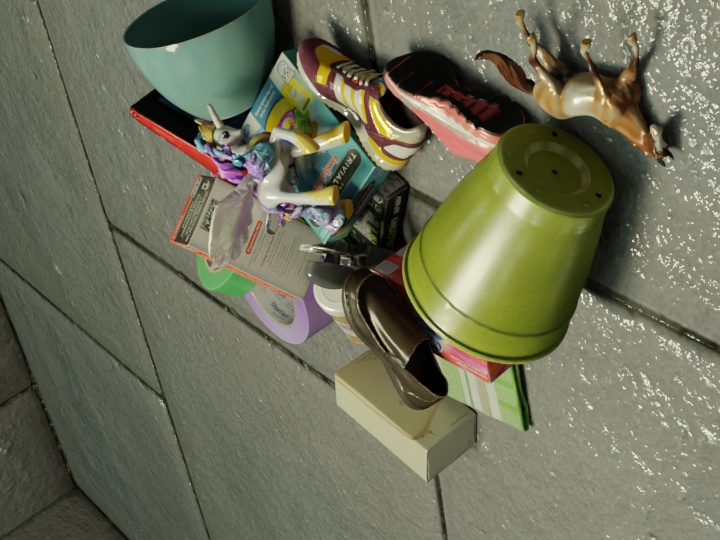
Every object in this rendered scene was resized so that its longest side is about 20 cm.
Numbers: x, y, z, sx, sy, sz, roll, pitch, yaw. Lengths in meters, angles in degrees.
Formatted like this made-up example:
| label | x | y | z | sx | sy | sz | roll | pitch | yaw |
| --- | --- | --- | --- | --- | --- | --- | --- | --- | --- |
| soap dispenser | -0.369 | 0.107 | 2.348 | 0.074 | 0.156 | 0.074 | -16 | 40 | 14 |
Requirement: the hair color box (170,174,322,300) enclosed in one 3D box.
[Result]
| label | x | y | z | sx | sy | sz | roll | pitch | yaw |
| --- | --- | --- | --- | --- | --- | --- | --- | --- | --- |
| hair color box | -0.149 | -0.044 | 1.647 | 0.199 | 0.103 | 0.061 | 28 | 172 | -35 |

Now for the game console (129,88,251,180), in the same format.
| label | x | y | z | sx | sy | sz | roll | pitch | yaw |
| --- | --- | --- | --- | --- | --- | --- | --- | --- | --- |
| game console | -0.202 | -0.205 | 1.648 | 0.176 | 0.200 | 0.031 | 35 | 119 | -2 |

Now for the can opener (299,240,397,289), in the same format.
| label | x | y | z | sx | sy | sz | roll | pitch | yaw |
| --- | --- | --- | --- | --- | --- | --- | --- | --- | --- |
| can opener | 0.000 | 0.000 | 1.552 | 0.053 | 0.199 | 0.068 | 2 | 82 | 44 |

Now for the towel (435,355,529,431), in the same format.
| label | x | y | z | sx | sy | sz | roll | pitch | yaw |
| --- | --- | --- | --- | --- | --- | --- | --- | --- | --- |
| towel | 0.144 | 0.122 | 1.625 | 0.199 | 0.031 | 0.151 | 24 | 140 | 44 |

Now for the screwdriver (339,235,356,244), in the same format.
| label | x | y | z | sx | sy | sz | roll | pitch | yaw |
| --- | --- | --- | --- | --- | --- | --- | --- | --- | --- |
| screwdriver | -0.067 | -0.077 | 1.654 | 0.200 | 0.029 | 0.028 | 43 | 151 | 14 |

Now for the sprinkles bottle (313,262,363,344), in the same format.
| label | x | y | z | sx | sy | sz | roll | pitch | yaw |
| --- | --- | --- | --- | --- | --- | --- | --- | --- | --- |
| sprinkles bottle | -0.011 | 0.048 | 1.668 | 0.068 | 0.068 | 0.200 | 47 | 177 | 20 |

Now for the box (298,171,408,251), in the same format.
| label | x | y | z | sx | sy | sz | roll | pitch | yaw |
| --- | --- | --- | --- | --- | --- | --- | --- | --- | --- |
| box | -0.025 | -0.101 | 1.648 | 0.200 | 0.047 | 0.194 | 43 | 151 | 25 |

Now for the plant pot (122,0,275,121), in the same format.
| label | x | y | z | sx | sy | sz | roll | pitch | yaw |
| --- | --- | --- | --- | --- | --- | --- | --- | --- | --- |
| plant pot | -0.194 | -0.278 | 1.582 | 0.199 | 0.199 | 0.136 | 23 | 141 | 47 |

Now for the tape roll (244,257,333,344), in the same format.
| label | x | y | z | sx | sy | sz | roll | pitch | yaw |
| --- | --- | --- | --- | --- | --- | --- | --- | --- | --- |
| tape roll | -0.122 | 0.013 | 1.902 | 0.200 | 0.065 | 0.202 | 38 | 146 | 32 |

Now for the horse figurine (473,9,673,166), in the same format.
| label | x | y | z | sx | sy | sz | roll | pitch | yaw |
| --- | --- | --- | --- | --- | --- | --- | --- | --- | --- |
| horse figurine | 0.209 | -0.181 | 1.165 | 0.199 | 0.050 | 0.133 | 20 | 152 | 39 |

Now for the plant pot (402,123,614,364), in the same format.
| label | x | y | z | sx | sy | sz | roll | pitch | yaw |
| --- | --- | --- | --- | --- | --- | --- | --- | --- | --- |
| plant pot | 0.169 | -0.041 | 1.264 | 0.201 | 0.199 | 0.194 | 46 | 138 | 20 |

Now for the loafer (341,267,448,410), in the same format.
| label | x | y | z | sx | sy | sz | roll | pitch | yaw |
| --- | --- | --- | --- | --- | --- | --- | --- | --- | --- |
| loafer | 0.052 | 0.080 | 1.473 | 0.071 | 0.073 | 0.201 | -11 | 119 | 55 |

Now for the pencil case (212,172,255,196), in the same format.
| label | x | y | z | sx | sy | sz | roll | pitch | yaw |
| --- | --- | --- | --- | --- | --- | --- | --- | --- | --- |
| pencil case | -0.187 | -0.175 | 1.733 | 0.089 | 0.087 | 0.201 | 90 | 160 | -46 |

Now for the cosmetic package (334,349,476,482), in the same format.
| label | x | y | z | sx | sy | sz | roll | pitch | yaw |
| --- | --- | --- | --- | --- | --- | --- | --- | --- | --- |
| cosmetic package | 0.063 | 0.201 | 1.749 | 0.199 | 0.103 | 0.074 | 35 | 145 | 35 |

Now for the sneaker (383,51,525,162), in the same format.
| label | x | y | z | sx | sy | sz | roll | pitch | yaw |
| --- | --- | --- | --- | --- | --- | --- | --- | --- | --- |
| sneaker | 0.096 | -0.170 | 1.349 | 0.200 | 0.073 | 0.087 | 39 | 149 | 32 |

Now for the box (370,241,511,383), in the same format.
| label | x | y | z | sx | sy | sz | roll | pitch | yaw |
| --- | --- | --- | --- | --- | --- | --- | --- | --- | --- |
| box | 0.118 | 0.042 | 1.500 | 0.199 | 0.102 | 0.096 | 26 | 140 | 44 |

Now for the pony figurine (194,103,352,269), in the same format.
| label | x | y | z | sx | sy | sz | roll | pitch | yaw |
| --- | --- | --- | --- | --- | --- | --- | --- | --- | --- |
| pony figurine | -0.111 | -0.106 | 1.499 | 0.197 | 0.167 | 0.196 | 8 | 117 | 20 |

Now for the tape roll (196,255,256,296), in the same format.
| label | x | y | z | sx | sy | sz | roll | pitch | yaw |
| --- | --- | --- | --- | --- | --- | --- | --- | --- | --- |
| tape roll | -0.183 | -0.064 | 1.810 | 0.200 | 0.048 | 0.203 | -35 | 47 | 49 |

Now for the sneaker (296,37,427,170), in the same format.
| label | x | y | z | sx | sy | sz | roll | pitch | yaw |
| --- | --- | --- | --- | --- | --- | --- | --- | --- | --- |
| sneaker | 0.007 | -0.220 | 1.457 | 0.200 | 0.075 | 0.090 | 48 | 143 | 7 |

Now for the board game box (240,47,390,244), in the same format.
| label | x | y | z | sx | sy | sz | roll | pitch | yaw |
| --- | --- | --- | --- | --- | --- | --- | --- | --- | --- |
| board game box | -0.059 | -0.160 | 1.554 | 0.201 | 0.047 | 0.151 | 52 | 134 | 17 |
